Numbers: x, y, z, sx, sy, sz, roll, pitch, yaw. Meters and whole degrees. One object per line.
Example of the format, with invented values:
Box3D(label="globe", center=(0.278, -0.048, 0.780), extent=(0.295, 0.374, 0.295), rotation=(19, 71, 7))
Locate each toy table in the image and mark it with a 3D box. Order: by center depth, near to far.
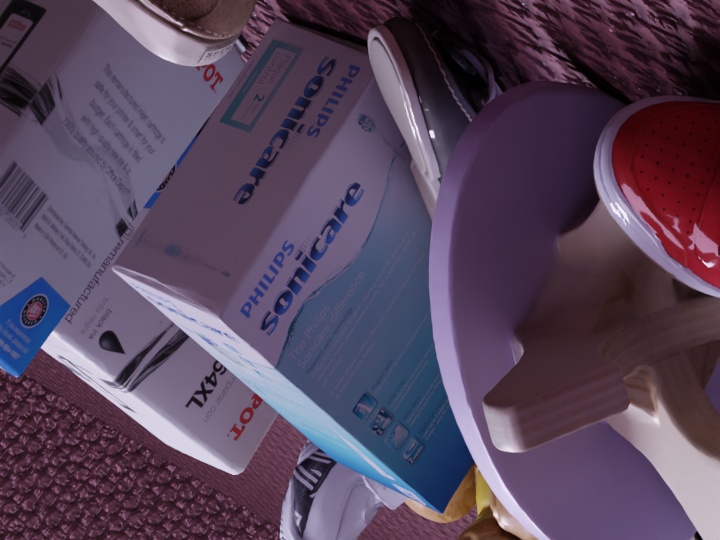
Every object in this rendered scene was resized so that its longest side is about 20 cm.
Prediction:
Box3D(label="toy table", center=(0.112, 0.026, 1.079), extent=(0.201, 0.183, 0.117), rotation=(64, 161, -16))

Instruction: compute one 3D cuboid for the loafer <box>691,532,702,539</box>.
Box3D(label="loafer", center=(0.175, 0.103, 1.291), extent=(0.072, 0.063, 0.200), rotation=(49, 144, 10))

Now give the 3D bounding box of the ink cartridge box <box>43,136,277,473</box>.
Box3D(label="ink cartridge box", center=(-0.116, 0.005, 1.649), extent=(0.200, 0.146, 0.084), rotation=(40, 166, -37))

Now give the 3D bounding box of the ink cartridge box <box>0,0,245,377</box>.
Box3D(label="ink cartridge box", center=(-0.159, -0.070, 1.338), extent=(0.084, 0.200, 0.146), rotation=(31, 169, 24))

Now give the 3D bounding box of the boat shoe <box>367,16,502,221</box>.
Box3D(label="boat shoe", center=(0.046, -0.061, 1.199), extent=(0.200, 0.057, 0.067), rotation=(67, 177, -65))

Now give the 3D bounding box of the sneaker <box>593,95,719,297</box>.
Box3D(label="sneaker", center=(0.182, -0.004, 0.972), extent=(0.199, 0.072, 0.112), rotation=(27, 175, -11))

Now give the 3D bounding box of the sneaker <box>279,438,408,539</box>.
Box3D(label="sneaker", center=(0.036, 0.099, 1.542), extent=(0.114, 0.201, 0.075), rotation=(24, 179, 16))

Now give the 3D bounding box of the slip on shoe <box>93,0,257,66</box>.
Box3D(label="slip on shoe", center=(-0.126, -0.169, 1.189), extent=(0.200, 0.076, 0.061), rotation=(40, 130, 9))

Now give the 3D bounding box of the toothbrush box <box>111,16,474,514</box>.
Box3D(label="toothbrush box", center=(0.000, 0.000, 1.325), extent=(0.085, 0.147, 0.200), rotation=(22, 166, 43))

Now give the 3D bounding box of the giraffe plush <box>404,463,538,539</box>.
Box3D(label="giraffe plush", center=(0.091, 0.122, 1.682), extent=(0.162, 0.173, 0.199), rotation=(38, -152, 30))
